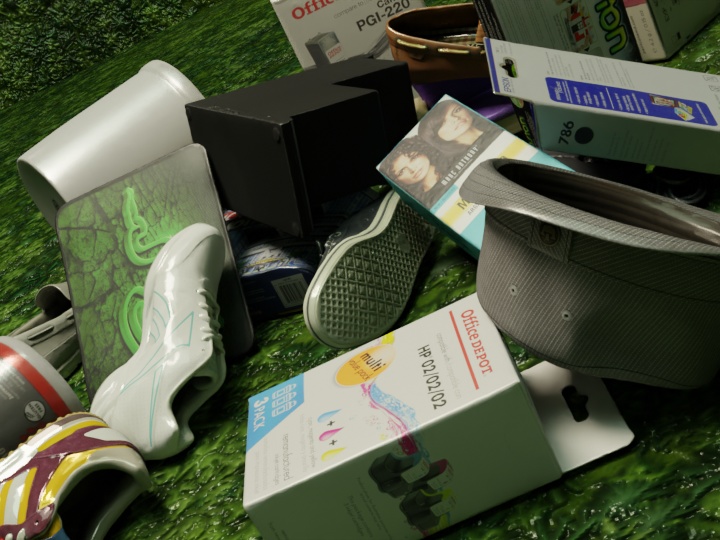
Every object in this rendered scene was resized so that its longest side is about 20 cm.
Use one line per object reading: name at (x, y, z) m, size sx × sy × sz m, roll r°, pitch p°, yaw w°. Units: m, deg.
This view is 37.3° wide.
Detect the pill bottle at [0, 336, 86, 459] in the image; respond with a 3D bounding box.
pill bottle at (-0.303, 0.150, 0.775) m, size 0.115 × 0.116 × 0.200 m, roll 1°, pitch 37°, yaw 49°

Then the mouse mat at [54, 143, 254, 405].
mouse mat at (-0.180, 0.004, 0.907) m, size 0.160 × 0.202 × 0.008 m, roll -23°, pitch -21°, yaw 13°

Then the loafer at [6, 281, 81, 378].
loafer at (-0.282, 0.039, 1.045) m, size 0.069 × 0.070 × 0.200 m, roll -15°, pitch 26°, yaw 27°

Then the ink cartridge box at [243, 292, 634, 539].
ink cartridge box at (0.037, 0.083, 0.599) m, size 0.199 × 0.068 × 0.115 m, roll -25°, pitch 23°, yaw 6°

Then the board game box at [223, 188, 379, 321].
board game box at (-0.084, -0.030, 0.982) m, size 0.199 × 0.062 × 0.200 m, roll -14°, pitch 27°, yaw 29°

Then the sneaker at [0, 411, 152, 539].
sneaker at (-0.227, 0.177, 0.691) m, size 0.200 × 0.075 × 0.090 m, roll -44°, pitch 37°, yaw -19°

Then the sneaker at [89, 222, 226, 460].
sneaker at (-0.133, 0.055, 0.817) m, size 0.080 × 0.071 × 0.202 m, roll 2°, pitch 60°, yaw 27°

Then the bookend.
bookend at (-0.018, -0.116, 0.915) m, size 0.199 × 0.093 × 0.198 m, roll -21°, pitch 21°, yaw -26°

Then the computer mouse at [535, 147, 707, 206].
computer mouse at (0.159, -0.072, 0.811) m, size 0.198 × 0.053 × 0.139 m, roll -16°, pitch 26°, yaw 26°

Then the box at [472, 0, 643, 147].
box at (0.162, -0.185, 0.855) m, size 0.110 × 0.201 × 0.035 m, roll -31°, pitch 25°, yaw -11°

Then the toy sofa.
toy sofa at (0.144, -0.174, 0.985) m, size 0.198 × 0.098 × 0.083 m, roll -23°, pitch 23°, yaw 9°

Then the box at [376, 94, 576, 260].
box at (0.096, -0.051, 0.755) m, size 0.082 × 0.049 × 0.200 m, roll -46°, pitch 39°, yaw 0°

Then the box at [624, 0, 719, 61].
box at (0.246, -0.281, 1.080) m, size 0.128 × 0.110 × 0.199 m, roll -41°, pitch 27°, yaw -29°

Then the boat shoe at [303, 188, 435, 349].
boat shoe at (0.000, 0.000, 0.816) m, size 0.062 × 0.075 × 0.200 m, roll -22°, pitch 19°, yaw 32°

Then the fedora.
fedora at (0.139, 0.005, 0.580) m, size 0.199 × 0.091 × 0.176 m, roll 21°, pitch 16°, yaw 29°

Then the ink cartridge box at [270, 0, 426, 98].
ink cartridge box at (0.009, -0.233, 1.125) m, size 0.145 × 0.201 × 0.085 m, roll -25°, pitch 23°, yaw 5°

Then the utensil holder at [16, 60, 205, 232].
utensil holder at (-0.275, -0.122, 1.252) m, size 0.200 × 0.171 × 0.169 m, roll -39°, pitch 25°, yaw -22°

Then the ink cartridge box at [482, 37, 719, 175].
ink cartridge box at (0.182, -0.115, 0.752) m, size 0.198 × 0.039 × 0.100 m, roll 10°, pitch 35°, yaw -3°

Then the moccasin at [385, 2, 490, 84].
moccasin at (0.118, -0.215, 0.934) m, size 0.200 × 0.078 × 0.074 m, roll 2°, pitch 56°, yaw 28°
